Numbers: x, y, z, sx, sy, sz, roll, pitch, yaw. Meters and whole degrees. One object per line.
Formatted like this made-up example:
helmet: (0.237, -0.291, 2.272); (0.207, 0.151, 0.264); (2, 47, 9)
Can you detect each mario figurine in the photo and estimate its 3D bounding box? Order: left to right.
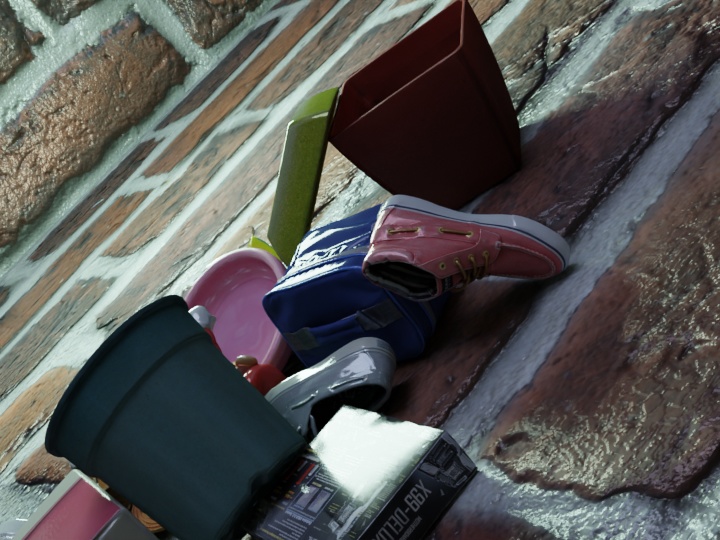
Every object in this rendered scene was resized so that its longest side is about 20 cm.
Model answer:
mario figurine: (-0.167, 0.122, 1.393); (0.107, 0.197, 0.125); (-64, -12, -46)

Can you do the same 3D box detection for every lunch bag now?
lunch bag: (0.002, 0.029, 1.347); (0.198, 0.136, 0.133); (-19, 29, 42)

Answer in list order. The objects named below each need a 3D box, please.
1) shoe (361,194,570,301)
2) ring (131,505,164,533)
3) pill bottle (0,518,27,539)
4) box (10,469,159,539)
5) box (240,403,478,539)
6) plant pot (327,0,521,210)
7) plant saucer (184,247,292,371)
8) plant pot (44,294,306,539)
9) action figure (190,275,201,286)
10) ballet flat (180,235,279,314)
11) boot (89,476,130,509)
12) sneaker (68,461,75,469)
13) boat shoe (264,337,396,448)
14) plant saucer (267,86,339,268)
shoe: (0.102, -0.008, 1.234); (0.197, 0.072, 0.092); (14, 52, 10)
ring: (-0.185, 0.226, 1.451); (0.199, 0.019, 0.201); (-35, 22, 16)
pill bottle: (-0.406, 0.379, 1.387); (0.119, 0.120, 0.201); (-29, 23, 29)
box: (-0.262, 0.300, 1.279); (0.109, 0.128, 0.199); (-48, 20, -17)
box: (-0.007, 0.204, 1.128); (0.158, 0.050, 0.199); (-49, 21, -19)
plant pot: (0.098, -0.186, 1.559); (0.199, 0.177, 0.201); (-32, 21, 21)
plant saucer: (-0.145, 0.075, 1.502); (0.199, 0.051, 0.203); (-22, 54, 34)
plant pot: (-0.170, 0.164, 1.228); (0.201, 0.195, 0.201); (-47, -13, -15)
action figure: (-0.277, 0.098, 1.682); (0.197, 0.151, 0.134); (-16, -3, -12)
ballet flat: (-0.188, 0.032, 1.601); (0.199, 0.067, 0.067); (-41, 17, 3)
boot: (-0.285, 0.200, 1.534); (0.155, 0.073, 0.202); (-106, 28, -61)
sneaker: (-0.360, 0.221, 1.722); (0.099, 0.070, 0.200); (-25, 4, -20)
boat shoe: (-0.043, 0.145, 1.285); (0.200, 0.070, 0.072); (-37, 31, 28)
plant saucer: (-0.073, -0.119, 1.541); (0.200, 0.047, 0.203); (-83, 5, -74)
